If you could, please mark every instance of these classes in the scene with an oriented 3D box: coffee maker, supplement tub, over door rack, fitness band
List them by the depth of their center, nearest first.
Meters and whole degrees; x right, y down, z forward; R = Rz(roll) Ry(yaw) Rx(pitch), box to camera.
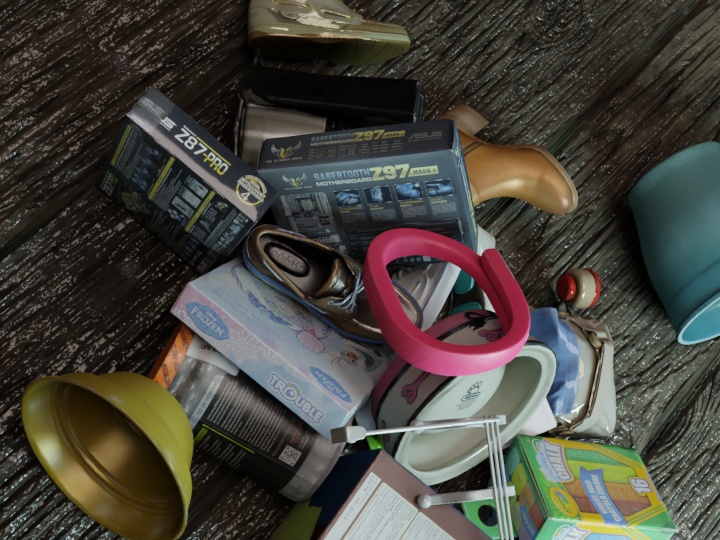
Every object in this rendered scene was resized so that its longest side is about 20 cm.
[{"bbox_3d":[0.054,0.205,1.099,0.199,0.066,0.149,1,77,-39],"label":"over door rack"},{"bbox_3d":[0.079,0.026,1.175,0.143,0.038,0.200,-3,38,-17],"label":"fitness band"},{"bbox_3d":[-0.117,0.138,1.261,0.199,0.122,0.123,31,66,-11],"label":"supplement tub"},{"bbox_3d":[-0.032,-0.163,1.348,0.199,0.135,0.193,5,70,1],"label":"coffee maker"}]

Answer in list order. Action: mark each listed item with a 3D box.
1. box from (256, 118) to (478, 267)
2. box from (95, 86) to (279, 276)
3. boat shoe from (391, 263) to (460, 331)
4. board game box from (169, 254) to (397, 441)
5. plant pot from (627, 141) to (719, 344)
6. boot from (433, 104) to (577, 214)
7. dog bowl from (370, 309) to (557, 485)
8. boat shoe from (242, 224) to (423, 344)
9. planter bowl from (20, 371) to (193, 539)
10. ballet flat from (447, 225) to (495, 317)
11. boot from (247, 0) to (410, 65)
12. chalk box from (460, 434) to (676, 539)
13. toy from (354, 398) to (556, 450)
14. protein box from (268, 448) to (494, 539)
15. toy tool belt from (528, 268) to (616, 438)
[{"bbox_3d":[0.011,-0.071,1.258,0.199,0.158,0.051,-6,48,13],"label":"box"},{"bbox_3d":[-0.181,-0.082,1.258,0.161,0.200,0.049,38,64,-5],"label":"box"},{"bbox_3d":[0.057,0.028,1.377,0.065,0.074,0.201,29,77,-3],"label":"boat shoe"},{"bbox_3d":[-0.066,0.064,1.261,0.200,0.043,0.199,39,21,7],"label":"board game box"},{"bbox_3d":[0.423,-0.043,1.496,0.199,0.200,0.189,-17,66,-25],"label":"plant pot"},{"bbox_3d":[0.139,-0.096,1.439,0.200,0.074,0.155,34,51,15],"label":"boot"},{"bbox_3d":[0.097,0.122,1.244,0.199,0.201,0.074,-21,53,-25],"label":"dog bowl"},{"bbox_3d":[-0.027,0.017,1.236,0.199,0.072,0.073,24,83,-4],"label":"boat shoe"},{"bbox_3d":[-0.221,0.159,1.186,0.200,0.200,0.083,46,49,-3],"label":"planter bowl"},{"bbox_3d":[0.135,0.040,1.425,0.069,0.069,0.201,8,71,-19],"label":"ballet flat"},{"bbox_3d":[-0.040,-0.325,1.459,0.199,0.072,0.156,1,72,-21],"label":"boot"},{"bbox_3d":[0.206,0.262,1.321,0.199,0.124,0.125,9,35,-21],"label":"chalk box"},{"bbox_3d":[0.098,0.153,1.355,0.199,0.047,0.116,-22,89,-4],"label":"toy"},{"bbox_3d":[0.031,0.293,1.223,0.200,0.198,0.135,40,71,-6],"label":"protein box"},{"bbox_3d":[0.219,0.092,1.405,0.122,0.125,0.201,5,76,-26],"label":"toy tool belt"}]
